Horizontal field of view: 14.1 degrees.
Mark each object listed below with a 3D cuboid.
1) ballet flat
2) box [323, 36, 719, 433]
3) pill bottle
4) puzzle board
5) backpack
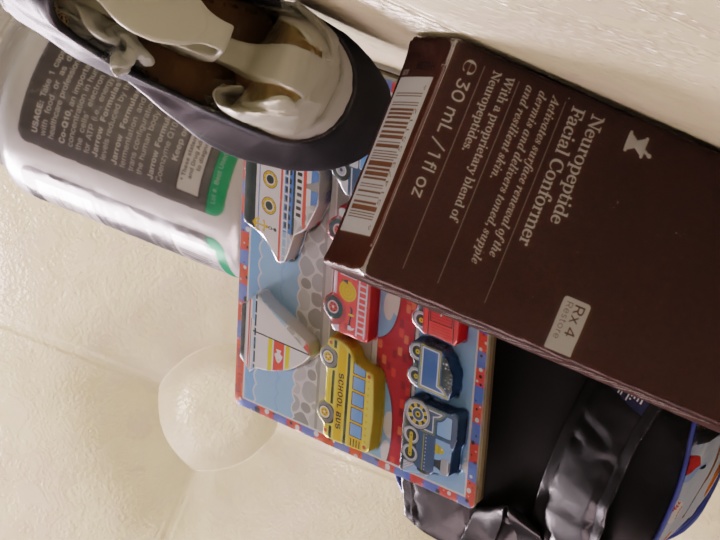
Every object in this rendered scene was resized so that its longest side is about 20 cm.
[{"bbox_3d":[-0.058,-0.089,1.177,0.199,0.073,0.073,26,177,-30],"label":"ballet flat"},{"bbox_3d":[0.097,-0.008,1.147,0.199,0.101,0.075,22,179,-15],"label":"box"},{"bbox_3d":[-0.115,-0.077,1.509,0.199,0.114,0.113,22,179,21],"label":"pill bottle"},{"bbox_3d":[0.000,0.000,1.371,0.150,0.201,0.017,21,-149,32],"label":"puzzle board"},{"bbox_3d":[0.102,0.049,1.416,0.199,0.191,0.154,22,-165,27],"label":"backpack"}]
